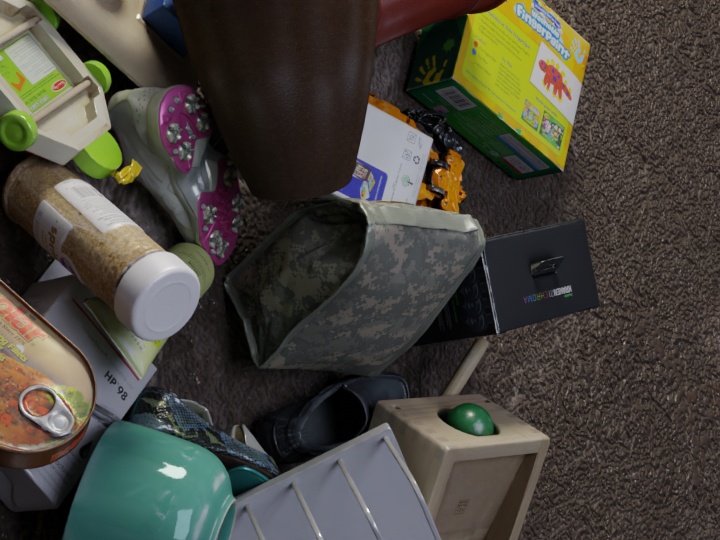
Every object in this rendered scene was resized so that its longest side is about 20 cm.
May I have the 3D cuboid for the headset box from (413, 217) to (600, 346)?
[{"bbox_3d":[0.115,0.015,1.854,0.173,0.199,0.094,-12,91,-46],"label":"headset box"}]

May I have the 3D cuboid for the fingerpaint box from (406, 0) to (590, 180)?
[{"bbox_3d":[0.152,-0.221,2.031,0.199,0.073,0.168,34,60,-38],"label":"fingerpaint box"}]

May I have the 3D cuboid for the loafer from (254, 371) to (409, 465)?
[{"bbox_3d":[-0.015,0.140,1.785,0.200,0.070,0.069,-17,93,-47],"label":"loafer"}]

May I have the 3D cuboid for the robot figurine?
[{"bbox_3d":[0.031,-0.108,1.891,0.199,0.058,0.147,26,65,-40],"label":"robot figurine"}]

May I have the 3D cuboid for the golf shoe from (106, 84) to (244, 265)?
[{"bbox_3d":[-0.165,-0.089,1.674,0.076,0.091,0.201,-56,144,-36],"label":"golf shoe"}]

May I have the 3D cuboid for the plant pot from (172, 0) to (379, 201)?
[{"bbox_3d":[-0.063,-0.170,1.634,0.186,0.186,0.202,-29,119,-45],"label":"plant pot"}]

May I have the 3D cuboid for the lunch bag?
[{"bbox_3d":[0.000,0.000,1.723,0.163,0.200,0.118,7,50,-45],"label":"lunch bag"}]

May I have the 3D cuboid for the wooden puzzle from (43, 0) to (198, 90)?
[{"bbox_3d":[-0.192,-0.269,1.668,0.185,0.046,0.201,43,41,-34],"label":"wooden puzzle"}]

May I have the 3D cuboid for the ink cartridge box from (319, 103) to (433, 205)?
[{"bbox_3d":[-0.023,-0.117,1.778,0.199,0.039,0.100,27,74,-36],"label":"ink cartridge box"}]

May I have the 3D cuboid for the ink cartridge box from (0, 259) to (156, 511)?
[{"bbox_3d":[-0.250,0.086,1.548,0.116,0.066,0.201,53,49,-25],"label":"ink cartridge box"}]

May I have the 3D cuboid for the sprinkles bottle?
[{"bbox_3d":[-0.212,-0.021,1.516,0.068,0.200,0.069,-28,137,-29],"label":"sprinkles bottle"}]

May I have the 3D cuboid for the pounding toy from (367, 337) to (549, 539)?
[{"bbox_3d":[0.080,0.186,1.819,0.183,0.142,0.202,0,112,-46],"label":"pounding toy"}]

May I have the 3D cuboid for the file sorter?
[{"bbox_3d":[-0.025,0.256,1.633,0.198,0.125,0.140,-26,112,-6],"label":"file sorter"}]

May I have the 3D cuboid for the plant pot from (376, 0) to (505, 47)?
[{"bbox_3d":[0.027,-0.314,1.845,0.195,0.200,0.202,-33,106,-36],"label":"plant pot"}]

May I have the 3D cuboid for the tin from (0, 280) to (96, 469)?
[{"bbox_3d":[-0.292,0.070,1.450,0.200,0.042,0.112,40,59,13],"label":"tin"}]

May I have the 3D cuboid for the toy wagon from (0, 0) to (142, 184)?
[{"bbox_3d":[-0.261,-0.144,1.549,0.201,0.039,0.155,51,28,-7],"label":"toy wagon"}]

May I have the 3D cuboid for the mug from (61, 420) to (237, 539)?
[{"bbox_3d":[-0.169,0.221,1.537,0.186,0.113,0.153,98,10,-50],"label":"mug"}]

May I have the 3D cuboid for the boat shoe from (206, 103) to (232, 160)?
[{"bbox_3d":[-0.114,-0.187,1.736,0.062,0.075,0.202,36,68,-32],"label":"boat shoe"}]

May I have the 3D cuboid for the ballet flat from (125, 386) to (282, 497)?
[{"bbox_3d":[-0.128,0.158,1.668,0.200,0.074,0.075,36,58,-41],"label":"ballet flat"}]

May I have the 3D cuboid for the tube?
[{"bbox_3d":[-0.175,0.028,1.591,0.200,0.057,0.052,-51,154,-68],"label":"tube"}]
